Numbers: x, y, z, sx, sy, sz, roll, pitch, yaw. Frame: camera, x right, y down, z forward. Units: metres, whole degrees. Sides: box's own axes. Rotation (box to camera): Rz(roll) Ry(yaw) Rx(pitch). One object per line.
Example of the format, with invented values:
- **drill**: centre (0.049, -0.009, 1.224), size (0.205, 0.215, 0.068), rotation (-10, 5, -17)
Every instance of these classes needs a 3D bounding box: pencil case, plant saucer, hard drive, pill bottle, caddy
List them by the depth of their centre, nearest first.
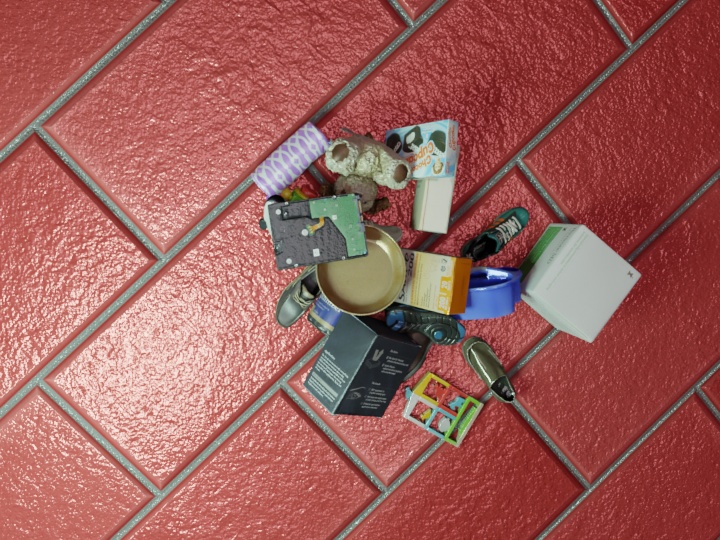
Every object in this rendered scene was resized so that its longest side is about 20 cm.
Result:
- **hard drive**: centre (-0.090, -0.083, 1.161), size (0.197, 0.038, 0.142), rotation (-10, 90, -10)
- **plant saucer**: centre (0.000, 0.000, 1.205), size (0.197, 0.035, 0.203), rotation (1, 79, -4)
- **pencil case**: centre (-0.156, -0.249, 1.245), size (0.199, 0.086, 0.084), rotation (-40, 65, -2)
- **pill bottle**: centre (-0.029, 0.057, 1.275), size (0.111, 0.112, 0.201), rotation (33, 91, -9)
- **caddy**: centre (0.283, 0.041, 1.281), size (0.198, 0.141, 0.106), rotation (-8, 104, 32)

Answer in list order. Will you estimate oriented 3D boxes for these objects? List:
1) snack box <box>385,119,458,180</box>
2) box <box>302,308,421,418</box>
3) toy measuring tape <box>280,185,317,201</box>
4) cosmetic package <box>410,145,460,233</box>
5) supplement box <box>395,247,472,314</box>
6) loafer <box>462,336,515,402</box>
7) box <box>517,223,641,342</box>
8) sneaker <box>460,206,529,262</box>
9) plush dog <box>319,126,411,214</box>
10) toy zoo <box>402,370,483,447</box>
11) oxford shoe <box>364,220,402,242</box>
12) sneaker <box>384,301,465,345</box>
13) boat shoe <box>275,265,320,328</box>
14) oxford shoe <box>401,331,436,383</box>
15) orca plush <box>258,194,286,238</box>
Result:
- **snack box**: centre (0.130, -0.264, 1.222), size (0.037, 0.199, 0.118), rotation (2, 93, -39)
- **box**: centre (0.007, 0.216, 1.241), size (0.196, 0.117, 0.202), rotation (23, 99, -52)
- **toy measuring tape**: centre (-0.102, -0.145, 1.275), size (0.199, 0.073, 0.074), rotation (24, 93, -33)
- **cosmetic package**: centre (0.173, -0.192, 1.280), size (0.072, 0.104, 0.203), rotation (6, 94, -7)
- **supplement box**: centre (0.147, 0.020, 1.251), size (0.073, 0.198, 0.128), rotation (2, 97, -46)
- **loafer**: centre (0.330, 0.250, 1.362), size (0.075, 0.070, 0.201), rotation (-39, 99, -2)
- **box**: centre (0.503, 0.024, 1.310), size (0.199, 0.171, 0.200), rotation (37, 90, -10)
- **sneaker**: centre (0.337, -0.083, 1.322), size (0.199, 0.080, 0.072), rotation (-38, 99, -2)
- **plush dog**: centre (-0.002, -0.214, 1.247), size (0.198, 0.161, 0.173), rotation (14, 118, -15)
- **toy zoo**: centre (0.197, 0.344, 1.380), size (0.199, 0.020, 0.132), rotation (32, 91, -10)
- **oxford shoe**: centre (0.009, -0.089, 1.270), size (0.197, 0.076, 0.058), rotation (-3, 127, -18)
- **sneaker**: centre (0.152, 0.114, 1.275), size (0.198, 0.082, 0.074), rotation (18, 108, -10)
- **boat shoe**: centre (-0.135, 0.048, 1.279), size (0.074, 0.073, 0.201), rotation (34, 91, -9)
- **oxford shoe**: centre (0.127, 0.187, 1.333), size (0.084, 0.073, 0.201), rotation (38, 78, -7)
- **orca plush**: centre (-0.161, -0.102, 1.251), size (0.104, 0.072, 0.201), rotation (-9, 132, 29)
